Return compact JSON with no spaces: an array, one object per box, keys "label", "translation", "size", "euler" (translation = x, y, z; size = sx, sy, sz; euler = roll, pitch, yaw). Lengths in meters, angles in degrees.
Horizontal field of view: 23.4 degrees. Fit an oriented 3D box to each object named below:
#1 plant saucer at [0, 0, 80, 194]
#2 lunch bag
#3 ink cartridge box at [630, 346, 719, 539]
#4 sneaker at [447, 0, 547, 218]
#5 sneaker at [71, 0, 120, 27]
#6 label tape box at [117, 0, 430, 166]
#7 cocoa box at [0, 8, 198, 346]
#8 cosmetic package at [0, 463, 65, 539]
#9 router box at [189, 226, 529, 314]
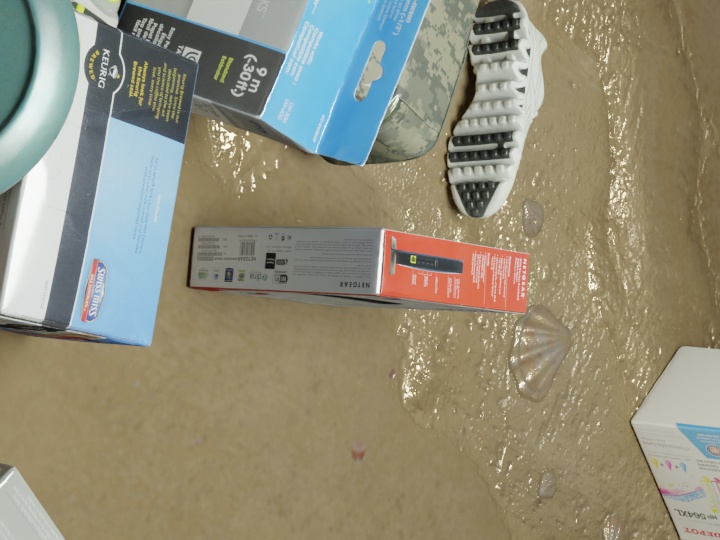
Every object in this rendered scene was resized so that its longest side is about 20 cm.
[{"label":"plant saucer","translation":[-0.272,-0.133,1.059],"size":[0.027,0.198,0.202],"euler":[98,2,-82]},{"label":"lunch bag","translation":[-0.011,-0.205,1.364],"size":[0.167,0.139,0.201],"euler":[36,65,-42]},{"label":"ink cartridge box","translation":[0.397,0.200,1.847],"size":[0.125,0.128,0.201],"euler":[-48,124,-35]},{"label":"sneaker","translation":[0.133,-0.142,1.584],"size":[0.081,0.075,0.202],"euler":[25,74,-55]},{"label":"sneaker","translation":[-0.236,-0.224,1.173],"size":[0.200,0.075,0.077],"euler":[38,57,-54]},{"label":"label tape box","translation":[-0.067,-0.175,1.243],"size":[0.144,0.199,0.066],"euler":[-68,160,-8]},{"label":"cocoa box","translation":[-0.209,-0.059,1.155],"size":[0.131,0.133,0.202],"euler":[17,79,-47]},{"label":"cosmetic package","translation":[-0.283,0.226,1.124],"size":[0.200,0.090,0.107],"euler":[-46,123,-33]},{"label":"router box","translation":[0.000,0.000,1.341],"size":[0.179,0.199,0.049],"euler":[8,85,-48]}]
